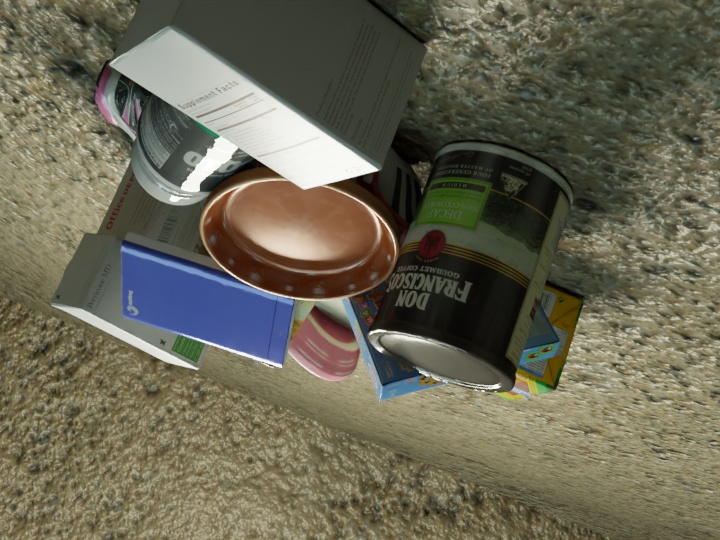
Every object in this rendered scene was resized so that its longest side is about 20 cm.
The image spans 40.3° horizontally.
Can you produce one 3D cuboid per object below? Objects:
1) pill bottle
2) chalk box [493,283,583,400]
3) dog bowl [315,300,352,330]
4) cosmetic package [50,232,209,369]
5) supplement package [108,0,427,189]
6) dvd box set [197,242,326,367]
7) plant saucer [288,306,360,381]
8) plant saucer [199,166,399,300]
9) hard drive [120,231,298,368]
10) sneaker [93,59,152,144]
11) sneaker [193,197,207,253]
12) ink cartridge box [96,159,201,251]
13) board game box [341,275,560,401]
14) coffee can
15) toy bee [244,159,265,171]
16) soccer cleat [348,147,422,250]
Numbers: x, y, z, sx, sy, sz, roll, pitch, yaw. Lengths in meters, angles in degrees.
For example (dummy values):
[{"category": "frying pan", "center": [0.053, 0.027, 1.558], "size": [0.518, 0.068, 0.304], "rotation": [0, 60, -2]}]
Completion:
[{"category": "pill bottle", "center": [-0.146, -0.140, 0.931], "size": [0.113, 0.113, 0.200], "rotation": [27, 153, -18]}, {"category": "chalk box", "center": [0.179, 0.088, 1.273], "size": [0.124, 0.124, 0.200], "rotation": [23, 163, -6]}, {"category": "dog bowl", "center": [0.036, 0.040, 1.379], "size": [0.200, 0.079, 0.200], "rotation": [20, 164, 6]}, {"category": "cosmetic package", "center": [-0.287, 0.042, 1.288], "size": [0.085, 0.108, 0.200], "rotation": [6, 160, 45]}, {"category": "supplement package", "center": [-0.071, -0.171, 0.781], "size": [0.200, 0.121, 0.120], "rotation": [32, 159, -29]}, {"category": "dvd box set", "center": [-0.128, 0.024, 1.131], "size": [0.146, 0.029, 0.200], "rotation": [26, 137, -9]}, {"category": "plant saucer", "center": [-0.064, 0.067, 1.468], "size": [0.051, 0.201, 0.200], "rotation": [-36, 132, 23]}, {"category": "plant saucer", "center": [-0.060, -0.038, 0.981], "size": [0.200, 0.032, 0.200], "rotation": [5, 145, 3]}, {"category": "hard drive", "center": [-0.174, 0.036, 1.116], "size": [0.200, 0.025, 0.132], "rotation": [18, 138, 3]}, {"category": "sneaker", "center": [-0.208, -0.148, 1.084], "size": [0.086, 0.080, 0.200], "rotation": [15, 163, 30]}, {"category": "sneaker", "center": [-0.170, -0.028, 1.157], "size": [0.092, 0.076, 0.200], "rotation": [-8, 124, 15]}, {"category": "ink cartridge box", "center": [-0.238, -0.064, 1.309], "size": [0.200, 0.129, 0.125], "rotation": [12, 161, 32]}, {"category": "board game box", "center": [0.091, 0.047, 1.058], "size": [0.200, 0.151, 0.037], "rotation": [-12, 144, -14]}, {"category": "coffee can", "center": [0.108, -0.002, 0.950], "size": [0.146, 0.200, 0.146], "rotation": [19, 163, 6]}, {"category": "toy bee", "center": [-0.092, -0.099, 1.057], "size": [0.200, 0.109, 0.131], "rotation": [13, 163, 26]}, {"category": "soccer cleat", "center": [0.019, -0.098, 1.001], "size": [0.069, 0.085, 0.200], "rotation": [-11, 125, 32]}]
